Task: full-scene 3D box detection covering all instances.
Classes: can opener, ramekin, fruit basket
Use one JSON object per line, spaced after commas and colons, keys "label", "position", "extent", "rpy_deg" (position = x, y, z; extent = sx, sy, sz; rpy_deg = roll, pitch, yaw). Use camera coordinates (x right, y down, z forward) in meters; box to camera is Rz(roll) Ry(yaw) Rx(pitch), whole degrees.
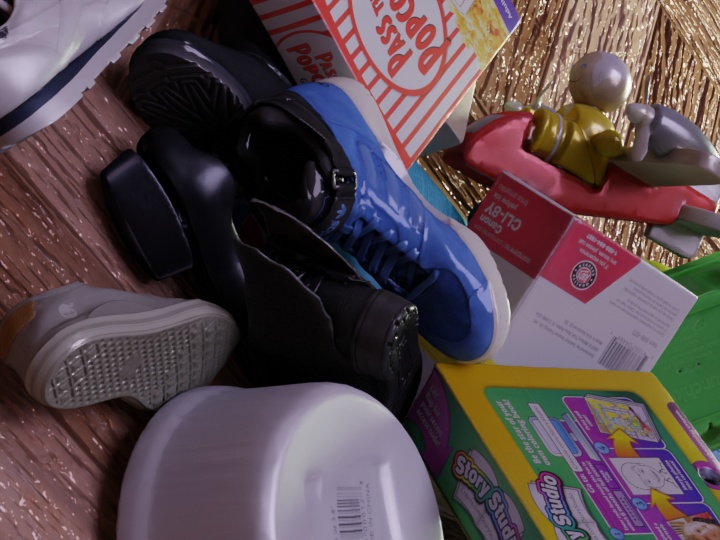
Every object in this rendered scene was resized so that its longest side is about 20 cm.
{"label": "can opener", "position": [-0.084, 0.004, 1.545], "extent": [0.200, 0.078, 0.063], "rpy_deg": [60, -6, -21]}
{"label": "ramekin", "position": [-0.037, 0.158, 1.458], "extent": [0.200, 0.097, 0.201], "rpy_deg": [22, 62, -52]}
{"label": "fruit basket", "position": [0.212, 0.063, 1.865], "extent": [0.215, 0.215, 0.156], "rpy_deg": [-18, 88, -58]}

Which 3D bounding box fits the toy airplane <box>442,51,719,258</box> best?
{"label": "toy airplane", "position": [0.177, -0.082, 1.818], "extent": [0.199, 0.199, 0.142], "rpy_deg": [2, 92, -70]}

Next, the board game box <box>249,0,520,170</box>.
{"label": "board game box", "position": [0.017, -0.171, 1.663], "extent": [0.152, 0.046, 0.200], "rpy_deg": [60, 39, -21]}

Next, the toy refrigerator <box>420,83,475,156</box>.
{"label": "toy refrigerator", "position": [0.040, -0.175, 1.809], "extent": [0.076, 0.070, 0.200], "rpy_deg": [49, 39, -36]}

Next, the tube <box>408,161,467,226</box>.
{"label": "tube", "position": [0.030, -0.048, 1.747], "extent": [0.200, 0.050, 0.078], "rpy_deg": [45, 41, -44]}

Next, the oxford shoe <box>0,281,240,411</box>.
{"label": "oxford shoe", "position": [-0.132, 0.038, 1.437], "extent": [0.058, 0.075, 0.200], "rpy_deg": [38, 16, 24]}

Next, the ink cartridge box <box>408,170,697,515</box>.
{"label": "ink cartridge box", "position": [0.099, 0.060, 1.652], "extent": [0.145, 0.083, 0.200], "rpy_deg": [30, 93, -45]}

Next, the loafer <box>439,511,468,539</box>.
{"label": "loafer", "position": [0.057, 0.187, 1.533], "extent": [0.072, 0.200, 0.063], "rpy_deg": [-57, 139, -3]}

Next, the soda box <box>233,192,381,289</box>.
{"label": "soda box", "position": [0.000, 0.000, 1.653], "extent": [0.200, 0.064, 0.068], "rpy_deg": [21, 56, -50]}

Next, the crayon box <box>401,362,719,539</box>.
{"label": "crayon box", "position": [0.143, 0.143, 1.528], "extent": [0.172, 0.058, 0.200], "rpy_deg": [3, 39, -34]}

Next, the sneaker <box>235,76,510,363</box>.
{"label": "sneaker", "position": [0.000, -0.022, 1.521], "extent": [0.111, 0.077, 0.200], "rpy_deg": [-18, 74, -52]}

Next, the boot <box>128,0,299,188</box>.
{"label": "boot", "position": [-0.078, -0.166, 1.624], "extent": [0.165, 0.065, 0.201], "rpy_deg": [45, 42, -46]}

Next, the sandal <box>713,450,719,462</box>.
{"label": "sandal", "position": [0.260, 0.154, 1.955], "extent": [0.087, 0.079, 0.200], "rpy_deg": [51, 35, -21]}

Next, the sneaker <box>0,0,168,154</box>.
{"label": "sneaker", "position": [-0.173, -0.147, 1.471], "extent": [0.081, 0.076, 0.200], "rpy_deg": [50, 35, -13]}

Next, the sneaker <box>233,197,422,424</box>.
{"label": "sneaker", "position": [-0.021, 0.037, 1.506], "extent": [0.200, 0.104, 0.060], "rpy_deg": [90, 26, -63]}
